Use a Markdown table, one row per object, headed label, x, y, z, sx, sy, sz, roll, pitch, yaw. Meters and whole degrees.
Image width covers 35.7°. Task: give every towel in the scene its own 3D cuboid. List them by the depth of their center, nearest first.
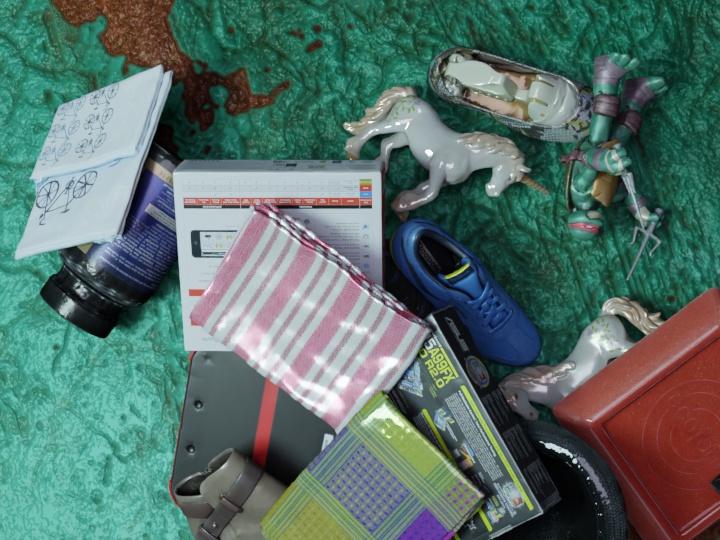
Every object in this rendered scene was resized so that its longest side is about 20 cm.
| label | x | y | z | sx | sy | sz | roll | pitch | yaw |
| --- | --- | --- | --- | --- | --- | --- | --- | --- | --- |
| towel | -0.051 | 0.049 | 1.021 | 0.199 | 0.030 | 0.147 | 37 | 116 | 7 |
| towel | 0.006 | 0.223 | 1.025 | 0.144 | 0.023 | 0.201 | 43 | 112 | 11 |

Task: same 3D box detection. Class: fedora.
| label | x | y | z | sx | sy | sz | roll | pitch | yaw |
| --- | --- | --- | --- | --- | --- | --- | --- | --- | --- |
| fedora | 0.175 | 0.231 | 1.060 | 0.199 | 0.091 | 0.203 | 6 | 101 | 33 |

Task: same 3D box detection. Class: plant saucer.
| label | x | y | z | sx | sy | sz | roll | pitch | yaw |
| --- | --- | --- | --- | --- | --- | --- | --- | --- | --- |
| plant saucer | 0.318 | 0.154 | 1.068 | 0.199 | 0.037 | 0.200 | -37 | 101 | 2 |

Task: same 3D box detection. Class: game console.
| label | x | y | z | sx | sy | sz | roll | pitch | yaw |
| --- | --- | --- | --- | --- | --- | --- | --- | --- | --- |
| game console | -0.103 | 0.172 | 1.151 | 0.175 | 0.031 | 0.202 | 12 | 104 | 5 |

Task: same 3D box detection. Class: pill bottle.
| label | x | y | z | sx | sy | sz | roll | pitch | yaw |
| --- | --- | --- | --- | --- | --- | --- | --- | --- | --- |
| pill bottle | -0.244 | -0.034 | 1.175 | 0.111 | 0.112 | 0.201 | 36 | 90 | 11 |

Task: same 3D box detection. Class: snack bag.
| label | x | y | z | sx | sy | sz | roll | pitch | yaw |
| --- | --- | --- | --- | --- | --- | --- | --- | --- | --- |
| snack bag | -0.284 | -0.108 | 1.160 | 0.187 | 0.021 | 0.202 | -8 | 59 | 40 |

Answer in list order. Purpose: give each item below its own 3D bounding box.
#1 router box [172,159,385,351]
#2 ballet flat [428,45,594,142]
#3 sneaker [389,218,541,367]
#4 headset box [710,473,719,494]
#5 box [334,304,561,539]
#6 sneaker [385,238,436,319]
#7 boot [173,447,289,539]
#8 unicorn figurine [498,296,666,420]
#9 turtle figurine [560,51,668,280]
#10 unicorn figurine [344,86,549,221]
| label | x | y | z | sx | sy | sz | roll | pitch | yaw |
| --- | --- | --- | --- | --- | --- | --- | --- | --- | --- |
| router box | -0.075 | -0.013 | 1.077 | 0.197 | 0.049 | 0.182 | 1 | 108 | 3 |
| ballet flat | 0.161 | -0.181 | 1.147 | 0.198 | 0.072 | 0.073 | 18 | 87 | 10 |
| sneaker | 0.109 | 0.027 | 1.106 | 0.200 | 0.078 | 0.066 | 44 | 83 | -12 |
| headset box | 0.450 | 0.227 | 1.033 | 0.149 | 0.077 | 0.200 | -44 | 100 | 3 |
| box | 0.067 | 0.159 | 1.034 | 0.160 | 0.044 | 0.201 | -36 | 79 | 31 |
| sneaker | 0.000 | 0.000 | 1.159 | 0.200 | 0.078 | 0.075 | 42 | 50 | -1 |
| boot | -0.084 | 0.232 | 1.099 | 0.199 | 0.070 | 0.147 | -31 | 109 | 23 |
| unicorn figurine | 0.224 | 0.112 | 1.113 | 0.137 | 0.074 | 0.200 | 36 | 75 | 11 |
| turtle figurine | 0.246 | -0.101 | 1.095 | 0.100 | 0.149 | 0.202 | 9 | 83 | 25 |
| unicorn figurine | 0.077 | -0.115 | 1.143 | 0.137 | 0.074 | 0.200 | -40 | 78 | 2 |
